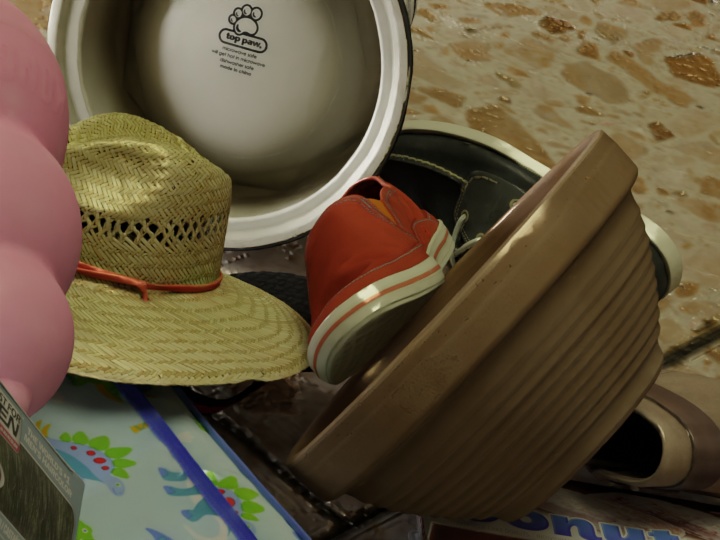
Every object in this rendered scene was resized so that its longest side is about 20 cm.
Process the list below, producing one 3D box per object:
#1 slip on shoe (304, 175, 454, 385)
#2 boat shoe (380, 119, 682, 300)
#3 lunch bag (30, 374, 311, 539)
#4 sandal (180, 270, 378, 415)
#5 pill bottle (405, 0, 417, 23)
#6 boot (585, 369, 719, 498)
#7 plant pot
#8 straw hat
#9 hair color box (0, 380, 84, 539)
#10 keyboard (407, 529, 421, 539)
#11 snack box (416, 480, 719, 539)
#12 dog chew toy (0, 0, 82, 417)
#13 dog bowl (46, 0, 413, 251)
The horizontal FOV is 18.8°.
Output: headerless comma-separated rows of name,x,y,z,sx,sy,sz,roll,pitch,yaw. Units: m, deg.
slip on shoe,0.000,0.000,0.993,0.061,0.074,0.200,45,15,-5
boat shoe,0.075,-0.024,1.187,0.199,0.072,0.068,28,59,29
lunch bag,-0.118,0.109,0.902,0.160,0.083,0.200,-8,40,-36
sandal,-0.087,0.041,1.056,0.198,0.045,0.075,-5,31,-8
pill bottle,-0.027,-0.155,1.301,0.111,0.112,0.200,18,32,5
boot,0.181,0.084,1.021,0.199,0.071,0.145,5,1,45
plant pot,0.067,0.041,0.949,0.093,0.201,0.201,43,36,0
straw hat,-0.105,-0.024,0.977,0.199,0.086,0.201,14,17,-4
hair color box,-0.213,0.087,0.798,0.198,0.099,0.061,-6,55,16
keyboard,0.119,0.151,0.993,0.198,0.011,0.056,10,33,-7
snack box,0.124,0.126,1.007,0.198,0.025,0.072,10,20,-6
dog chew toy,-0.165,-0.022,0.859,0.123,0.125,0.201,-3,51,-25
dog bowl,-0.063,-0.116,1.164,0.199,0.202,0.074,20,15,8
